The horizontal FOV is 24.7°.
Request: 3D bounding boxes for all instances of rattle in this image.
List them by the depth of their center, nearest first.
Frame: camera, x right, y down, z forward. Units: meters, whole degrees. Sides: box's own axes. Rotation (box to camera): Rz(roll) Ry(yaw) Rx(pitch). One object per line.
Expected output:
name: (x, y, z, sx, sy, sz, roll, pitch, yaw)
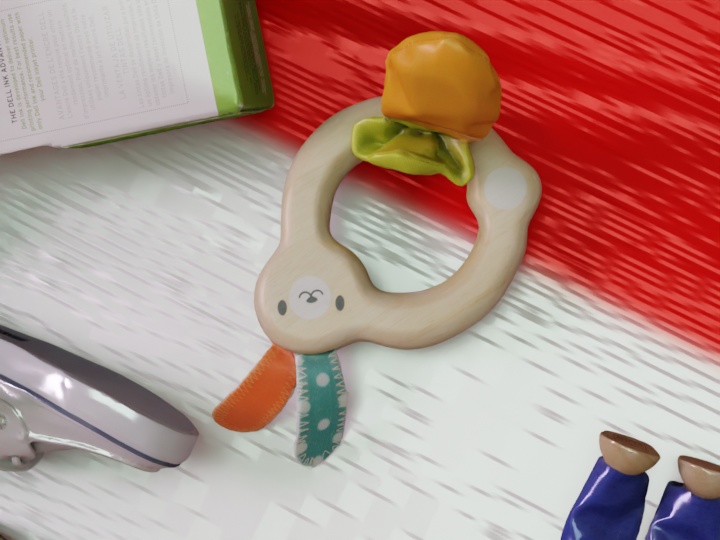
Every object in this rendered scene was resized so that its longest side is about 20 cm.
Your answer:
rattle: (0.000, 0.000, 0.774, 0.130, 0.143, 0.200, 45, 84, -9)

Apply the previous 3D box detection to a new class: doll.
doll: (0.111, 0.181, 0.782, 0.135, 0.048, 0.202, 16, 92, -1)

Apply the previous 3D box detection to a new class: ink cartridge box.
ink cartridge box: (-0.158, -0.134, 0.823, 0.198, 0.076, 0.149, -10, 94, 10)

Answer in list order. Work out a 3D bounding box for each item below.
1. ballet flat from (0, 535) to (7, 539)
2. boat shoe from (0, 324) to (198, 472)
ballet flat: (-0.155, 0.191, 0.804, 0.199, 0.072, 0.072, 34, 89, 9)
boat shoe: (-0.176, 0.067, 0.825, 0.199, 0.074, 0.066, 21, 92, 19)
